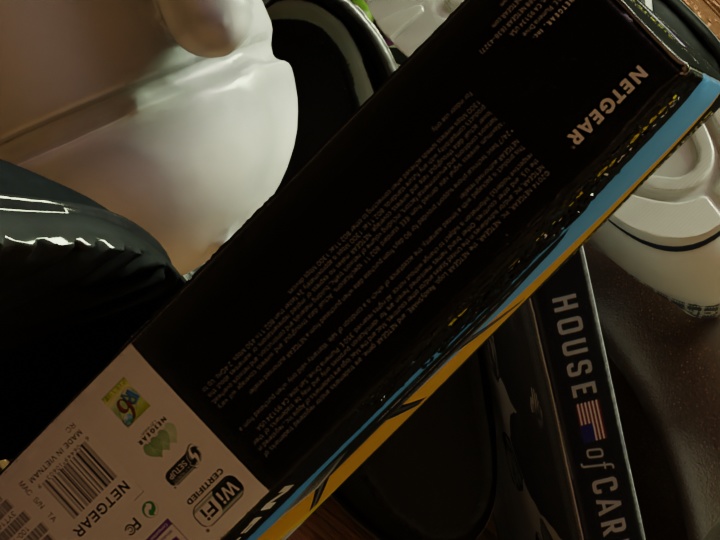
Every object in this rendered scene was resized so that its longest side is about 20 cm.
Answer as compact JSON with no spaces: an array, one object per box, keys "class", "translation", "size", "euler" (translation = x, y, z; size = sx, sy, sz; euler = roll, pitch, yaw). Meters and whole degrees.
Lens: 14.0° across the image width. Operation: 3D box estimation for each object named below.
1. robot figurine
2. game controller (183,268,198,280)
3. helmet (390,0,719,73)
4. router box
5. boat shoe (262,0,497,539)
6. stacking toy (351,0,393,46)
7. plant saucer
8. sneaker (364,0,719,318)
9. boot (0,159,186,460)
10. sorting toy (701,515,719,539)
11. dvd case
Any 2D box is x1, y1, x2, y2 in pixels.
[{"class":"robot figurine","translation":[-0.089,-0.077,0.850],"size":[0.170,0.113,0.200],"euler":[-21,-87,57]},{"class":"game controller","translation":[-0.115,-0.054,0.980],"size":[0.200,0.042,0.104],"euler":[48,-5,0]},{"class":"helmet","translation":[0.061,-0.063,1.294],"size":[0.191,0.200,0.200],"euler":[30,19,-49]},{"class":"router box","translation":[0.000,0.008,0.709],"size":[0.051,0.200,0.149],"euler":[46,9,6]},{"class":"boat shoe","translation":[-0.003,0.001,0.973],"size":[0.063,0.074,0.202],"euler":[161,-89,-77]},{"class":"stacking toy","translation":[-0.017,-0.115,1.074],"size":[0.116,0.200,0.110],"euler":[175,-97,-73]},{"class":"plant saucer","translation":[0.095,0.080,1.064],"size":[0.200,0.032,0.201],"euler":[50,-31,46]},{"class":"sneaker","translation":[0.063,-0.064,1.000],"size":[0.200,0.076,0.081],"euler":[53,-5,29]},{"class":"boot","translation":[-0.138,-0.046,0.694],"size":[0.168,0.076,0.200],"euler":[56,19,26]},{"class":"sorting toy","translation":[0.169,0.167,0.930],"size":[0.199,0.200,0.070],"euler":[43,48,13]},{"class":"dvd case","translation":[0.057,0.040,0.984],"size":[0.200,0.025,0.151],"euler":[-139,-145,-81]}]
